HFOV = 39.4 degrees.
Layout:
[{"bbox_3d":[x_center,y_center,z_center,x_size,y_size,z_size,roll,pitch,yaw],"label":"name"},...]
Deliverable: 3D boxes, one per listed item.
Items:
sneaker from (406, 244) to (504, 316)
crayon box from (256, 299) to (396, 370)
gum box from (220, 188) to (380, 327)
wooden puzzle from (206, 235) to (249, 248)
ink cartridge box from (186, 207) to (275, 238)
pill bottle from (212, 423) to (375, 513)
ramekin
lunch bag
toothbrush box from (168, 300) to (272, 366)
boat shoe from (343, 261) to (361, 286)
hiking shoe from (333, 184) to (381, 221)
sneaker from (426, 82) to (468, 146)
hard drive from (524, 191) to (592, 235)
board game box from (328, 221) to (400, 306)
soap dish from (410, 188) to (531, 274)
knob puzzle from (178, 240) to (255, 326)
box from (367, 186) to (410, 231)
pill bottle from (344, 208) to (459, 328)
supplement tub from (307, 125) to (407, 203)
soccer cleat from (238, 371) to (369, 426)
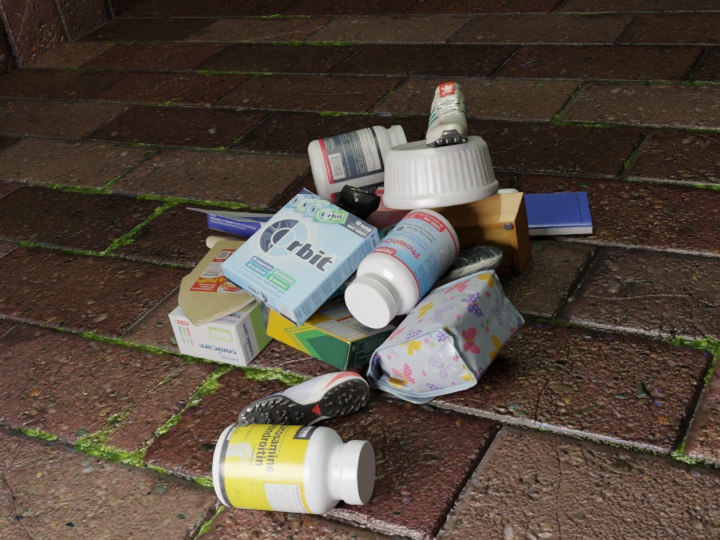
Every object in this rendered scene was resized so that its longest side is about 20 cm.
[{"bbox_3d":[0.155,0.027,1.671,0.199,0.087,0.078,-28,26,-11],"label":"sneaker"},{"bbox_3d":[-0.058,0.092,1.612,0.199,0.052,0.125,22,21,34],"label":"crayon box"},{"bbox_3d":[-0.095,-0.025,1.613,0.169,0.045,0.200,30,62,33],"label":"gum box"},{"bbox_3d":[-0.164,-0.035,1.882,0.184,0.047,0.200,8,7,23],"label":"wooden puzzle"},{"bbox_3d":[-0.196,-0.083,1.893,0.199,0.048,0.197,-2,10,-39],"label":"ink cartridge box"},{"bbox_3d":[-0.086,0.262,1.330,0.198,0.113,0.112,-1,31,18],"label":"pill bottle"},{"bbox_3d":[0.130,-0.168,1.689,0.200,0.095,0.202,-7,13,2],"label":"ramekin"},{"bbox_3d":[0.120,0.106,1.511,0.199,0.128,0.170,-20,17,44],"label":"lunch bag"},{"bbox_3d":[-0.208,0.066,1.735,0.144,0.087,0.200,8,37,31],"label":"toothbrush box"},{"bbox_3d":[-0.053,-0.026,1.679,0.092,0.075,0.200,25,-4,-29],"label":"boat shoe"},{"bbox_3d":[-0.017,-0.091,1.808,0.075,0.102,0.200,17,-7,-7],"label":"hiking shoe"},{"bbox_3d":[0.140,-0.260,1.658,0.070,0.094,0.200,-6,12,8],"label":"sneaker"},{"bbox_3d":[0.328,-0.106,1.888,0.198,0.026,0.132,-2,31,9],"label":"hard drive"},{"bbox_3d":[0.000,0.000,1.757,0.199,0.047,0.151,-23,27,15],"label":"board game box"},{"bbox_3d":[0.192,-0.060,1.752,0.198,0.158,0.082,-4,47,12],"label":"soap dish"},{"bbox_3d":[-0.220,0.026,1.683,0.218,0.031,0.221,-17,35,12],"label":"knob puzzle"},{"bbox_3d":[0.121,-0.097,1.888,0.198,0.095,0.103,-1,32,18],"label":"box"},{"bbox_3d":[0.064,-0.002,1.572,0.108,0.109,0.200,11,41,34],"label":"pill bottle"},{"bbox_3d":[-0.001,-0.220,2.094,0.198,0.141,0.141,-13,30,-4],"label":"supplement tub"},{"bbox_3d":[-0.087,0.198,1.498,0.198,0.069,0.073,-17,15,-11],"label":"soccer cleat"}]
